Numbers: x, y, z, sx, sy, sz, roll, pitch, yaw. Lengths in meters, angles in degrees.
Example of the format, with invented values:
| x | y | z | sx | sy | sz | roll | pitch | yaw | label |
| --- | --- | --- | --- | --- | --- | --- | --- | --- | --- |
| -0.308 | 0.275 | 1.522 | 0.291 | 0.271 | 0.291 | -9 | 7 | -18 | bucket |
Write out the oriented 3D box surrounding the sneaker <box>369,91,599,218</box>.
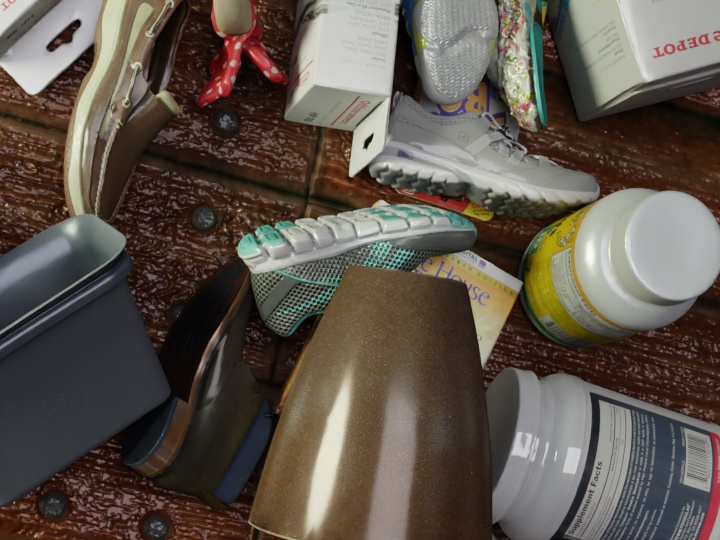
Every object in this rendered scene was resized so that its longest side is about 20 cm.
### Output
| x | y | z | sx | sy | sz | roll | pitch | yaw | label |
| --- | --- | --- | --- | --- | --- | --- | --- | --- | --- |
| 0.109 | -0.097 | 1.297 | 0.197 | 0.075 | 0.083 | 13 | 78 | -15 | sneaker |

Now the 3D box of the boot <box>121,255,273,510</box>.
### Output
| x | y | z | sx | sy | sz | roll | pitch | yaw | label |
| --- | --- | --- | --- | --- | --- | --- | --- | --- | --- |
| -0.110 | 0.090 | 1.252 | 0.097 | 0.074 | 0.202 | 41 | 62 | -31 | boot |

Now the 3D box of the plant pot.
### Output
| x | y | z | sx | sy | sz | roll | pitch | yaw | label |
| --- | --- | --- | --- | --- | --- | --- | --- | --- | --- |
| 0.022 | 0.103 | 1.181 | 0.184 | 0.187 | 0.203 | 10 | 87 | -13 | plant pot |

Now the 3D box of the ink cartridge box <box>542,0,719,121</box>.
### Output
| x | y | z | sx | sy | sz | roll | pitch | yaw | label |
| --- | --- | --- | --- | --- | --- | --- | --- | --- | --- |
| 0.247 | -0.252 | 1.348 | 0.145 | 0.145 | 0.203 | -15 | 85 | -16 | ink cartridge box |

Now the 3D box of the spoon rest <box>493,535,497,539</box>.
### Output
| x | y | z | sx | sy | sz | roll | pitch | yaw | label |
| --- | --- | --- | --- | --- | --- | --- | --- | --- | --- |
| 0.109 | 0.266 | 1.284 | 0.199 | 0.061 | 0.100 | 31 | 73 | 5 | spoon rest |

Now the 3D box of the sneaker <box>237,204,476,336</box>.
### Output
| x | y | z | sx | sy | sz | roll | pitch | yaw | label |
| --- | --- | --- | --- | --- | --- | --- | --- | --- | --- |
| 0.000 | 0.000 | 1.259 | 0.197 | 0.078 | 0.093 | -10 | 105 | -16 | sneaker |

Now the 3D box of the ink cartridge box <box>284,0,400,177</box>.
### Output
| x | y | z | sx | sy | sz | roll | pitch | yaw | label |
| --- | --- | --- | --- | --- | --- | --- | --- | --- | --- |
| -0.014 | -0.189 | 1.283 | 0.066 | 0.116 | 0.203 | 8 | 79 | -13 | ink cartridge box |

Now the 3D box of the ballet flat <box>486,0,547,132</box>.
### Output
| x | y | z | sx | sy | sz | roll | pitch | yaw | label |
| --- | --- | --- | --- | --- | --- | --- | --- | --- | --- |
| 0.125 | -0.212 | 1.333 | 0.063 | 0.076 | 0.203 | -4 | 76 | 14 | ballet flat |

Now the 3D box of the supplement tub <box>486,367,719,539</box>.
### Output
| x | y | z | sx | sy | sz | roll | pitch | yaw | label |
| --- | --- | --- | --- | --- | --- | --- | --- | --- | --- |
| 0.193 | 0.167 | 1.270 | 0.198 | 0.140 | 0.142 | 18 | 77 | -11 | supplement tub |

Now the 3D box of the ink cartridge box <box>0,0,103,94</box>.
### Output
| x | y | z | sx | sy | sz | roll | pitch | yaw | label |
| --- | --- | --- | --- | --- | --- | --- | --- | --- | --- |
| -0.287 | -0.253 | 1.237 | 0.200 | 0.067 | 0.116 | 45 | 73 | -4 | ink cartridge box |

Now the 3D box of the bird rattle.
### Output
| x | y | z | sx | sy | sz | roll | pitch | yaw | label |
| --- | --- | --- | --- | --- | --- | --- | --- | --- | --- |
| -0.108 | -0.240 | 1.252 | 0.111 | 0.163 | 0.203 | 4 | 70 | 4 | bird rattle |

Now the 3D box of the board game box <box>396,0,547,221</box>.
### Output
| x | y | z | sx | sy | sz | roll | pitch | yaw | label |
| --- | --- | --- | --- | --- | --- | --- | --- | --- | --- |
| 0.095 | -0.151 | 1.355 | 0.094 | 0.030 | 0.203 | 16 | 80 | -12 | board game box |

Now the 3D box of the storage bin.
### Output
| x | y | z | sx | sy | sz | roll | pitch | yaw | label |
| --- | --- | --- | --- | --- | --- | --- | --- | --- | --- |
| -0.248 | 0.071 | 1.181 | 0.199 | 0.145 | 0.135 | -33 | 118 | -18 | storage bin |

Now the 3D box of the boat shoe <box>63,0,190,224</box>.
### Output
| x | y | z | sx | sy | sz | roll | pitch | yaw | label |
| --- | --- | --- | --- | --- | --- | --- | --- | --- | --- |
| -0.179 | -0.131 | 1.237 | 0.074 | 0.075 | 0.205 | 9 | 85 | 14 | boat shoe |

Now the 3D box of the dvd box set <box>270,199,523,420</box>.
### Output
| x | y | z | sx | sy | sz | roll | pitch | yaw | label |
| --- | --- | --- | --- | --- | --- | --- | --- | --- | --- |
| 0.032 | 0.064 | 1.300 | 0.145 | 0.029 | 0.202 | 30 | 76 | -9 | dvd box set |

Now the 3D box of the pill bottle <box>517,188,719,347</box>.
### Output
| x | y | z | sx | sy | sz | roll | pitch | yaw | label |
| --- | --- | --- | --- | --- | --- | --- | --- | --- | --- |
| 0.210 | -0.003 | 1.270 | 0.111 | 0.200 | 0.114 | 2 | 81 | -14 | pill bottle |

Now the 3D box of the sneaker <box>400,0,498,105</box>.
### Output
| x | y | z | sx | sy | sz | roll | pitch | yaw | label |
| --- | --- | --- | --- | --- | --- | --- | --- | --- | --- |
| 0.063 | -0.231 | 1.320 | 0.075 | 0.105 | 0.203 | 9 | 80 | -25 | sneaker |
